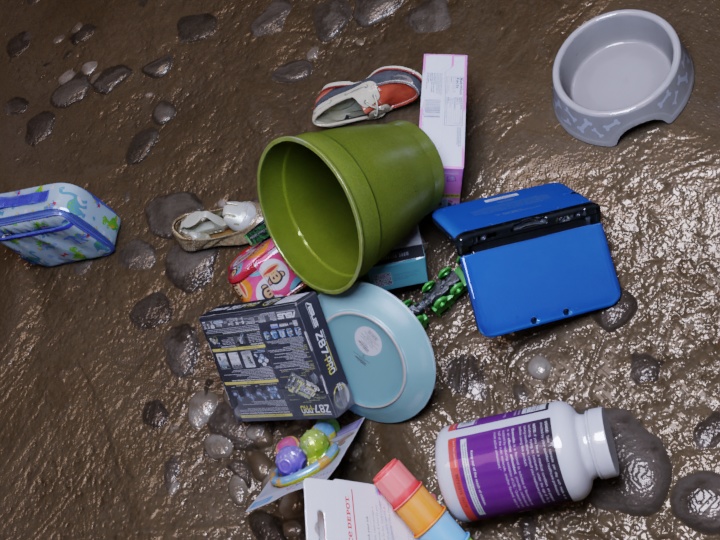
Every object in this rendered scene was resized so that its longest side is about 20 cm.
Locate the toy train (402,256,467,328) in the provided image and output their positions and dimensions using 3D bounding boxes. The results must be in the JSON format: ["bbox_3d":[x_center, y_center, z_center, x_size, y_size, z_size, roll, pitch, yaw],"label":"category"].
[{"bbox_3d":[0.112,0.031,1.220,0.199,0.056,0.042,-40,62,4],"label":"toy train"}]

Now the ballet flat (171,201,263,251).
[{"bbox_3d":[-0.218,-0.075,1.443,0.196,0.065,0.072,-15,58,20],"label":"ballet flat"}]

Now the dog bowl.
[{"bbox_3d":[0.357,-0.273,1.253,0.197,0.059,0.204,-13,59,22],"label":"dog bowl"}]

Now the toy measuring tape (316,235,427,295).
[{"bbox_3d":[0.000,0.000,1.285,0.198,0.074,0.074,-35,54,7],"label":"toy measuring tape"}]

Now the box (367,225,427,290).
[{"bbox_3d":[0.040,-0.064,1.274,0.081,0.050,0.202,-11,45,3],"label":"box"}]

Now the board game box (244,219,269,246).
[{"bbox_3d":[-0.084,-0.105,1.325,0.104,0.024,0.200,-30,11,35],"label":"board game box"}]

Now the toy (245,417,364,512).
[{"bbox_3d":[-0.071,0.225,1.134,0.114,0.200,0.048,-26,91,17],"label":"toy"}]

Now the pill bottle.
[{"bbox_3d":[0.192,0.218,1.044,0.197,0.113,0.114,-16,58,19],"label":"pill bottle"}]

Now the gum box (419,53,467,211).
[{"bbox_3d":[0.117,-0.202,1.296,0.065,0.114,0.204,3,64,5],"label":"gum box"}]

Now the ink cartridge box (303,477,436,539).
[{"bbox_3d":[0.002,0.312,1.036,0.067,0.197,0.118,-37,47,40],"label":"ink cartridge box"}]

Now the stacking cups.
[{"bbox_3d":[0.091,0.305,1.031,0.060,0.061,0.200,-43,82,0],"label":"stacking cups"}]

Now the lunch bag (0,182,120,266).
[{"bbox_3d":[-0.529,-0.078,1.548,0.196,0.161,0.084,-6,61,23],"label":"lunch bag"}]

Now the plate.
[{"bbox_3d":[0.005,0.112,1.166,0.197,0.204,0.025,9,26,31],"label":"plate"}]

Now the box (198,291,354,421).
[{"bbox_3d":[-0.116,0.120,1.210,0.198,0.049,0.164,-10,102,41],"label":"box"}]

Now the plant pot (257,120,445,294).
[{"bbox_3d":[0.001,-0.103,1.157,0.191,0.203,0.199,-28,45,-35],"label":"plant pot"}]

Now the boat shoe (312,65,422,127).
[{"bbox_3d":[0.011,-0.268,1.419,0.197,0.072,0.063,-4,47,33],"label":"boat shoe"}]

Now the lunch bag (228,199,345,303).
[{"bbox_3d":[-0.098,-0.027,1.311,0.198,0.083,0.176,-35,10,-2],"label":"lunch bag"}]

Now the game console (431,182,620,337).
[{"bbox_3d":[0.211,-0.020,1.172,0.196,0.121,0.171,-13,24,-11],"label":"game console"}]
